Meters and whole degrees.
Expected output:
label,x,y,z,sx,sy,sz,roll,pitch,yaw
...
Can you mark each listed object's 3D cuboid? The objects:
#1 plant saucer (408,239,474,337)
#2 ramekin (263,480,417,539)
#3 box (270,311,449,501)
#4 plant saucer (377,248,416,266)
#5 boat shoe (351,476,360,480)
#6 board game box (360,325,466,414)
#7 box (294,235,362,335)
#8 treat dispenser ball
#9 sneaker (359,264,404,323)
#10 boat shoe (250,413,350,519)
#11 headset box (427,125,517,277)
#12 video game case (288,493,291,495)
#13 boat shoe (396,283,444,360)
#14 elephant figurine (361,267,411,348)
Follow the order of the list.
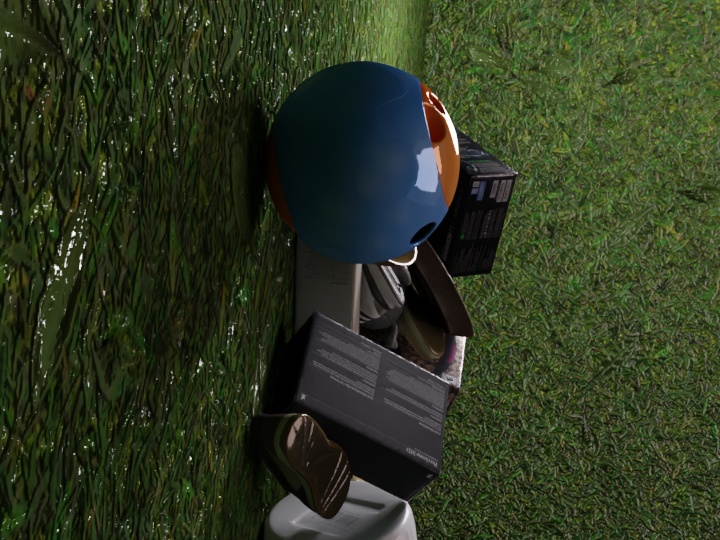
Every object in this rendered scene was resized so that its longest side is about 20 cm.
label,x,y,z,sx,sy,sz,roll,pitch,yaw
plant saucer,0.106,0.019,1.697,0.202,0.034,0.200,60,-6,10
ramekin,-0.023,0.331,1.338,0.201,0.197,0.099,-66,152,-72
box,0.001,0.162,1.340,0.079,0.198,0.142,-49,-160,38
plant saucer,-0.011,-0.077,1.371,0.035,0.200,0.201,-40,-167,22
boat shoe,-0.024,0.363,1.947,0.201,0.074,0.075,-91,178,-67
board game box,0.052,0.129,1.740,0.160,0.197,0.098,-77,-170,-53
box,-0.041,0.040,1.439,0.069,0.081,0.203,-71,166,-67
treat dispenser ball,0.002,-0.109,1.144,0.201,0.198,0.204,5,90,-84
sneaker,-0.036,-0.017,1.484,0.202,0.114,0.076,61,13,-4
boat shoe,-0.066,0.211,1.256,0.072,0.065,0.202,-60,150,-23
headset box,0.136,-0.115,1.773,0.200,0.092,0.176,47,-47,47
video game case,-0.070,0.204,1.559,0.200,0.023,0.185,-68,163,-71
boat shoe,0.058,0.061,1.705,0.073,0.063,0.202,9,42,-54
elephant figurine,0.000,0.000,1.584,0.200,0.153,0.143,74,37,-73
